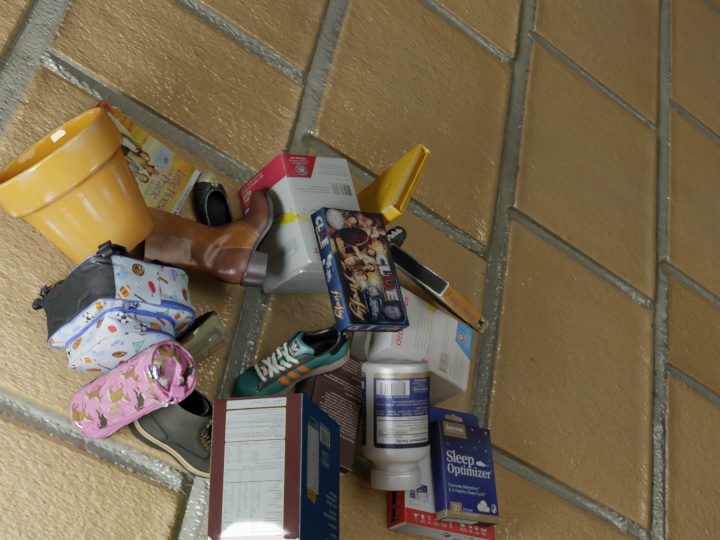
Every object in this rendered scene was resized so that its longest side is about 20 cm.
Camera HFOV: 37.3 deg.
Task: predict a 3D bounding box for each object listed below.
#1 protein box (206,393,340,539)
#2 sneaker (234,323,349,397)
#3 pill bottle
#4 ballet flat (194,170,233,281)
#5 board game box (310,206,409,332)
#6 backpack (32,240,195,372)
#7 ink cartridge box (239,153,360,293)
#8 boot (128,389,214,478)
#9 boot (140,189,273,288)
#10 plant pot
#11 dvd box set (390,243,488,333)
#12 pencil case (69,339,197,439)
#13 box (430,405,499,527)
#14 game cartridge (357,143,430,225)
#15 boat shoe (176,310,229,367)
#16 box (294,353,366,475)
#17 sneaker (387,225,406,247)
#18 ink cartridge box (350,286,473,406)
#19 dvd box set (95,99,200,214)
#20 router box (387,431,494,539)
[{"bbox_3d":[-0.117,0.300,1.520,0.199,0.134,0.201,55,32,-64],"label":"protein box"},{"bbox_3d":[-0.111,0.139,1.679,0.199,0.080,0.071,-25,54,-15],"label":"sneaker"},{"bbox_3d":[0.057,0.247,1.719,0.111,0.111,0.201,1,89,-39],"label":"pill bottle"},{"bbox_3d":[-0.228,-0.077,1.763,0.066,0.057,0.201,1,67,-40],"label":"ballet flat"},{"bbox_3d":[0.000,0.000,1.723,0.135,0.035,0.201,3,66,-44],"label":"board game box"},{"bbox_3d":[-0.332,0.059,1.519,0.190,0.200,0.155,0,69,-47],"label":"backpack"},{"bbox_3d":[-0.093,-0.075,1.812,0.145,0.145,0.201,1,66,-40],"label":"ink cartridge box"},{"bbox_3d":[-0.220,0.236,1.543,0.200,0.138,0.078,27,52,-28],"label":"boot"},{"bbox_3d":[-0.244,-0.067,1.699,0.199,0.069,0.189,12,63,-12],"label":"boot"},{"bbox_3d":[-0.403,-0.106,1.555,0.184,0.200,0.200,56,43,-22],"label":"plant pot"},{"bbox_3d":[0.139,0.035,1.908,0.146,0.029,0.200,37,-2,36],"label":"dvd box set"},{"bbox_3d":[-0.314,0.167,1.464,0.083,0.200,0.087,55,35,-10],"label":"pencil case"},{"bbox_3d":[0.175,0.331,1.826,0.121,0.032,0.201,15,57,-33],"label":"box"},{"bbox_3d":[0.033,-0.119,1.902,0.032,0.200,0.177,38,49,-14],"label":"game cartridge"},{"bbox_3d":[-0.271,0.141,1.600,0.200,0.072,0.065,-45,111,-40],"label":"boat shoe"},{"bbox_3d":[-0.055,0.227,1.733,0.100,0.075,0.201,31,49,-24],"label":"box"},{"bbox_3d":[0.034,-0.003,1.940,0.091,0.066,0.200,54,47,-10],"label":"sneaker"},{"bbox_3d":[0.078,0.132,1.856,0.200,0.125,0.129,31,50,-24],"label":"ink cartridge box"},{"bbox_3d":[-0.368,-0.163,1.712,0.200,0.029,0.147,37,48,-18],"label":"dvd box set"},{"bbox_3d":[0.137,0.366,1.832,0.199,0.049,0.180,19,56,-31],"label":"router box"}]
